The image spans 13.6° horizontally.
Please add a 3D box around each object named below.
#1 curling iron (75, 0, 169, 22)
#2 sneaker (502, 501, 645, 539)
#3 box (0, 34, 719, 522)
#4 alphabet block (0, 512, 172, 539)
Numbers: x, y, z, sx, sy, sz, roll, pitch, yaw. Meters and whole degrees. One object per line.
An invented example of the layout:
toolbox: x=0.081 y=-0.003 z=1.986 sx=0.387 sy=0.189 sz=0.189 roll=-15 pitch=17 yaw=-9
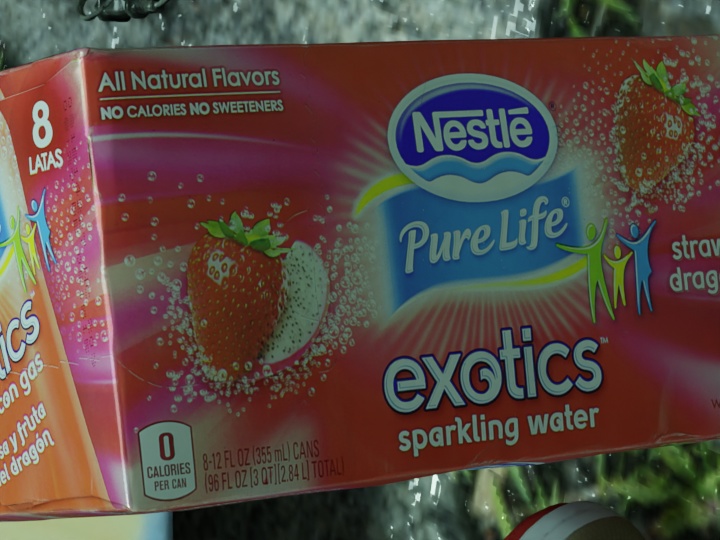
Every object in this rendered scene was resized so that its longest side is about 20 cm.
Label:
curling iron: x=-0.113 y=-0.143 z=0.983 sx=0.200 sy=0.025 sz=0.050 roll=49 pitch=126 yaw=39
sneaker: x=0.010 y=0.129 z=0.810 sx=0.112 sy=0.071 sz=0.201 roll=39 pitch=125 yaw=40
box: x=0.000 y=0.000 z=0.705 sx=0.095 sy=0.199 sz=0.100 roll=-10 pitch=85 yaw=54
alphabet block: x=-0.158 y=0.084 z=0.869 sx=0.195 sy=0.199 sz=0.197 roll=-157 pitch=67 yaw=-81
